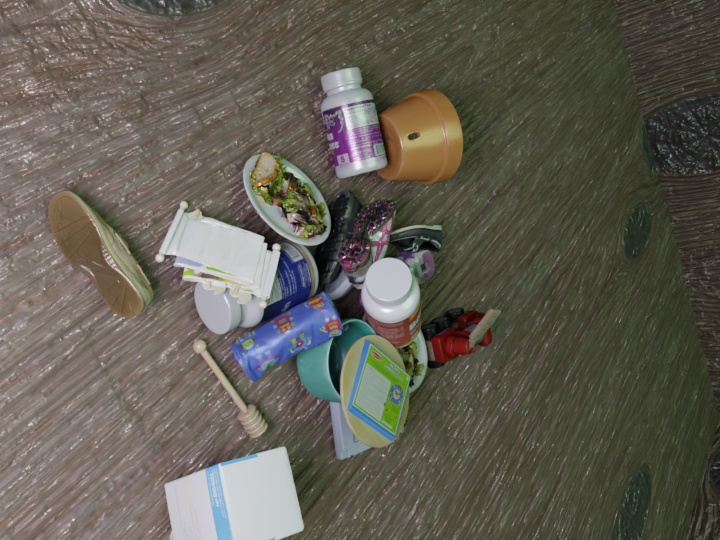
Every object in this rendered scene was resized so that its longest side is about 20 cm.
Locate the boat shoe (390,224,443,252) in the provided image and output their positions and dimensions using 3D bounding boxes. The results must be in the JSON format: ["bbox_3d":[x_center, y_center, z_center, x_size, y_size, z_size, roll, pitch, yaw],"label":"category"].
[{"bbox_3d":[0.126,-0.067,1.467,0.198,0.072,0.064,-6,88,-51],"label":"boat shoe"}]

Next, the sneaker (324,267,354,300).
[{"bbox_3d":[0.000,0.000,1.326,0.071,0.072,0.201,55,51,-23],"label":"sneaker"}]

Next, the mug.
[{"bbox_3d":[-0.044,0.186,1.233,0.151,0.113,0.189,-23,103,-45],"label":"mug"}]

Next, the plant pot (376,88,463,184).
[{"bbox_3d":[0.105,-0.277,1.393,0.138,0.199,0.204,-17,99,-27],"label":"plant pot"}]

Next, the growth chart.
[{"bbox_3d":[-0.223,-0.024,1.033,0.197,0.018,0.146,23,52,-4],"label":"growth chart"}]

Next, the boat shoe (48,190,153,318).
[{"bbox_3d":[-0.376,-0.026,0.944,0.202,0.070,0.065,61,13,-13],"label":"boat shoe"}]

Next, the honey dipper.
[{"bbox_3d":[-0.222,0.198,1.100,0.038,0.038,0.202,-45,116,-38],"label":"honey dipper"}]

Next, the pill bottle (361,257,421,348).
[{"bbox_3d":[0.059,0.062,1.225,0.201,0.110,0.114,78,29,-62],"label":"pill bottle"}]

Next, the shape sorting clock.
[{"bbox_3d":[0.028,0.221,1.194,0.198,0.039,0.204,11,75,-48],"label":"shape sorting clock"}]

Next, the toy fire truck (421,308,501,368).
[{"bbox_3d":[0.254,0.139,1.491,0.175,0.198,0.131,-22,102,-45],"label":"toy fire truck"}]

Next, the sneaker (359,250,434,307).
[{"bbox_3d":[0.067,0.019,1.393,0.199,0.088,0.082,-35,124,-28],"label":"sneaker"}]

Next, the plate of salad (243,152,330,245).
[{"bbox_3d":[-0.125,-0.136,1.177,0.198,0.048,0.202,32,37,-28],"label":"plate of salad"}]

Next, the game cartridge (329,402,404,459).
[{"bbox_3d":[0.016,0.295,1.344,0.198,0.040,0.136,-9,96,-47],"label":"game cartridge"}]

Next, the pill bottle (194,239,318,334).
[{"bbox_3d":[-0.175,0.028,1.107,0.198,0.114,0.118,-25,104,-44],"label":"pill bottle"}]

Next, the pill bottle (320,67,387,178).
[{"bbox_3d":[-0.018,-0.296,1.306,0.111,0.111,0.204,-22,102,-45],"label":"pill bottle"}]

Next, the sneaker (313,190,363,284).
[{"bbox_3d":[-0.032,-0.059,1.297,0.079,0.074,0.203,36,62,-41],"label":"sneaker"}]

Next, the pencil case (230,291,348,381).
[{"bbox_3d":[-0.123,0.115,1.120,0.198,0.078,0.088,-28,140,-10],"label":"pencil case"}]

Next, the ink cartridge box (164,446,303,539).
[{"bbox_3d":[-0.206,0.365,1.001,0.127,0.199,0.128,0,69,-46],"label":"ink cartridge box"}]

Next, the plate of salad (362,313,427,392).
[{"bbox_3d":[0.079,0.159,1.379,0.198,0.048,0.204,22,57,-36],"label":"plate of salad"}]

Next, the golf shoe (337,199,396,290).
[{"bbox_3d":[0.019,-0.055,1.270,0.202,0.071,0.093,-60,144,-33],"label":"golf shoe"}]
